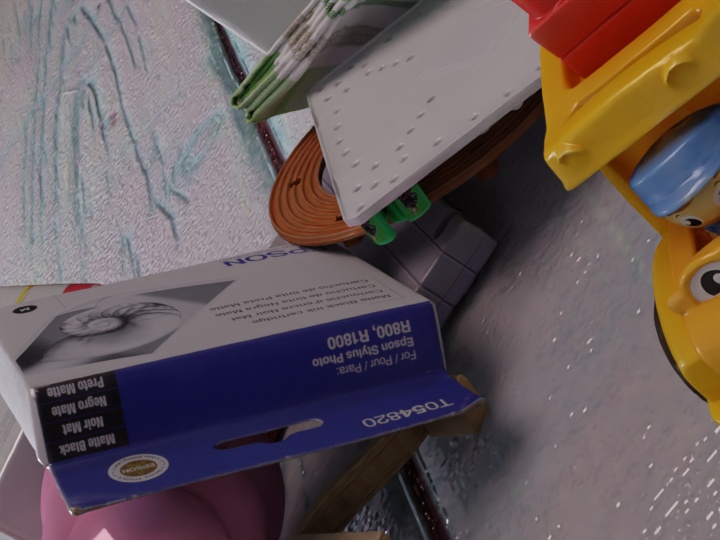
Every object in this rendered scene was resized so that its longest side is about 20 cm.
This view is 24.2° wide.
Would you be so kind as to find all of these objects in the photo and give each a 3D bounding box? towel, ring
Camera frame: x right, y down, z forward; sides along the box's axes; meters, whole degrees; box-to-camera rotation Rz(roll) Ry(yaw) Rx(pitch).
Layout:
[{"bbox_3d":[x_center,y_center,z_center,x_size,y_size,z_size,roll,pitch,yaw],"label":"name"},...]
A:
[{"bbox_3d":[0.027,-0.159,0.985,0.200,0.149,0.031,-45,72,32],"label":"towel"},{"bbox_3d":[0.035,-0.079,0.924,0.199,0.019,0.201,-29,25,15],"label":"ring"}]

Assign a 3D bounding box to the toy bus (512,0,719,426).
[{"bbox_3d":[0.125,-0.066,0.605,0.135,0.191,0.202,-36,35,36],"label":"toy bus"}]

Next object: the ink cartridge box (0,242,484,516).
[{"bbox_3d":[-0.068,0.039,0.799,0.200,0.197,0.041,-148,49,-63],"label":"ink cartridge box"}]

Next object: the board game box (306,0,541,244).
[{"bbox_3d":[0.065,-0.114,0.880,0.199,0.026,0.200,-37,24,9],"label":"board game box"}]

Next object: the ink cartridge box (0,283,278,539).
[{"bbox_3d":[-0.166,0.103,1.011,0.199,0.144,0.147,-1,62,61],"label":"ink cartridge box"}]

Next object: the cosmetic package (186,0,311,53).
[{"bbox_3d":[-0.043,-0.255,1.106,0.168,0.199,0.167,-48,27,22],"label":"cosmetic package"}]

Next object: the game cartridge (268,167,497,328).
[{"bbox_3d":[0.000,0.000,0.950,0.131,0.038,0.200,-59,25,9],"label":"game cartridge"}]

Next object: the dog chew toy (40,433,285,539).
[{"bbox_3d":[-0.096,0.124,0.797,0.125,0.124,0.200,-57,8,5],"label":"dog chew toy"}]

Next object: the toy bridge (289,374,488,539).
[{"bbox_3d":[-0.008,0.134,0.762,0.067,0.027,0.201,-11,40,45],"label":"toy bridge"}]
